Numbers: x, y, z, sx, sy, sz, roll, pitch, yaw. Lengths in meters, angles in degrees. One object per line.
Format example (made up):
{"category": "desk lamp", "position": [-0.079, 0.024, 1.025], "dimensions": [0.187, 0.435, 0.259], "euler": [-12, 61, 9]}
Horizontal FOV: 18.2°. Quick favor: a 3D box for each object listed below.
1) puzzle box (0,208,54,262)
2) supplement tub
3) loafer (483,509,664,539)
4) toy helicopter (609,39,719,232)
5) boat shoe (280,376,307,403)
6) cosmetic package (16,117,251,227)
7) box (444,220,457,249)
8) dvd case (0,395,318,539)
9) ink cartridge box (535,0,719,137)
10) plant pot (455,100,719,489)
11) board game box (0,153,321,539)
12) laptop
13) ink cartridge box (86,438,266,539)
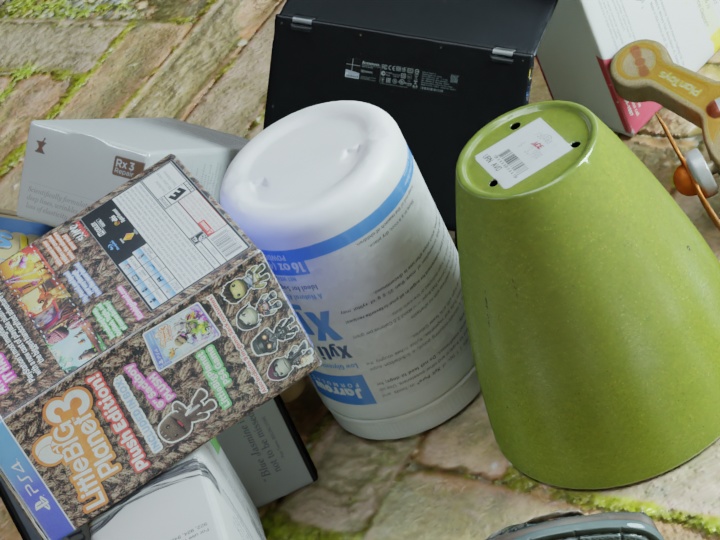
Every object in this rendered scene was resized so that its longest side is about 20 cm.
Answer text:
{"category": "puzzle box", "position": [-0.201, 0.013, 1.543], "dimensions": [0.198, 0.026, 0.133], "euler": [9, 36, -17]}
{"category": "supplement tub", "position": [0.000, 0.000, 1.504], "dimensions": [0.131, 0.201, 0.132], "euler": [-18, 35, 13]}
{"category": "loafer", "position": [0.084, 0.180, 1.339], "dimensions": [0.199, 0.072, 0.063], "euler": [-23, 29, 10]}
{"category": "toy helicopter", "position": [0.246, -0.103, 1.567], "dimensions": [0.132, 0.079, 0.200], "euler": [-49, 49, -10]}
{"category": "boat shoe", "position": [-0.082, 0.046, 1.622], "dimensions": [0.071, 0.065, 0.200], "euler": [-34, 19, 1]}
{"category": "cosmetic package", "position": [-0.150, -0.064, 1.609], "dimensions": [0.101, 0.075, 0.200], "euler": [16, 12, 23]}
{"category": "box", "position": [0.027, -0.053, 1.625], "dimensions": [0.198, 0.060, 0.117], "euler": [3, 42, 9]}
{"category": "dvd case", "position": [-0.146, 0.119, 1.504], "dimensions": [0.199, 0.143, 0.018], "euler": [-25, 15, 4]}
{"category": "ink cartridge box", "position": [0.217, -0.223, 1.694], "dimensions": [0.200, 0.146, 0.083], "euler": [-43, 37, -23]}
{"category": "plant pot", "position": [0.136, 0.001, 1.414], "dimensions": [0.186, 0.201, 0.188], "euler": [-17, 36, 13]}
{"category": "board game box", "position": [-0.152, 0.044, 1.383], "dimensions": [0.199, 0.097, 0.159], "euler": [-33, 34, -8]}
{"category": "laptop", "position": [0.042, -0.143, 1.590], "dimensions": [0.186, 0.202, 0.116], "euler": [11, 13, 17]}
{"category": "ink cartridge box", "position": [-0.106, 0.180, 1.393], "dimensions": [0.084, 0.146, 0.200], "euler": [-26, 34, 1]}
